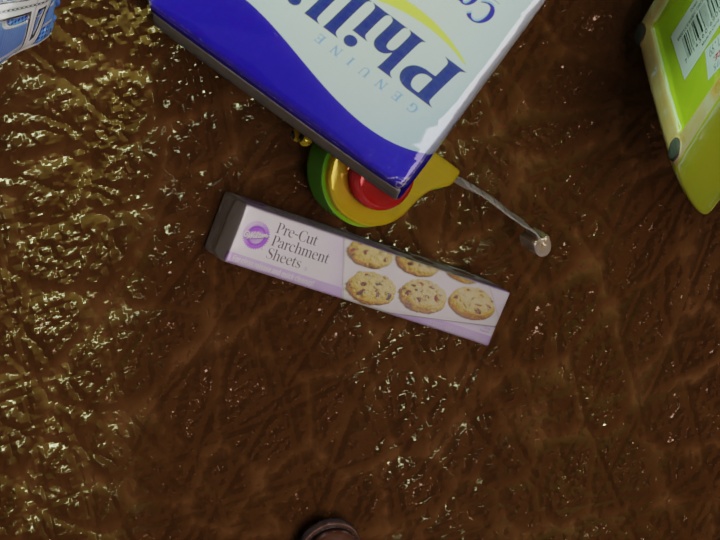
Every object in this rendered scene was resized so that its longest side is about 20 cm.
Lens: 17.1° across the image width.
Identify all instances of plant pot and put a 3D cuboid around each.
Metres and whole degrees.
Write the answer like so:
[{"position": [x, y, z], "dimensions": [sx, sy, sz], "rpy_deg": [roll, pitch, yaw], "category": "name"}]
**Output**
[{"position": [0.289, -0.136, 1.483], "dimensions": [0.181, 0.199, 0.200], "rpy_deg": [13, 132, -19], "category": "plant pot"}]

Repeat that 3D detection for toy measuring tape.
[{"position": [0.030, -0.043, 1.493], "dimensions": [0.200, 0.074, 0.074], "rpy_deg": [34, 90, -28], "category": "toy measuring tape"}]

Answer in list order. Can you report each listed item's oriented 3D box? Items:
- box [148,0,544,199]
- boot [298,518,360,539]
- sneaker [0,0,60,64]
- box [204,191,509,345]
[{"position": [0.008, -0.173, 1.385], "dimensions": [0.184, 0.105, 0.200], "rpy_deg": [36, 89, -2], "category": "box"}, {"position": [0.009, 0.275, 1.503], "dimensions": [0.064, 0.200, 0.187], "rpy_deg": [-2, 106, -24], "category": "boot"}, {"position": [-0.199, -0.179, 1.356], "dimensions": [0.200, 0.076, 0.077], "rpy_deg": [-50, 141, -3], "category": "sneaker"}, {"position": [0.000, 0.000, 1.508], "dimensions": [0.200, 0.039, 0.042], "rpy_deg": [19, 96, -28], "category": "box"}]
